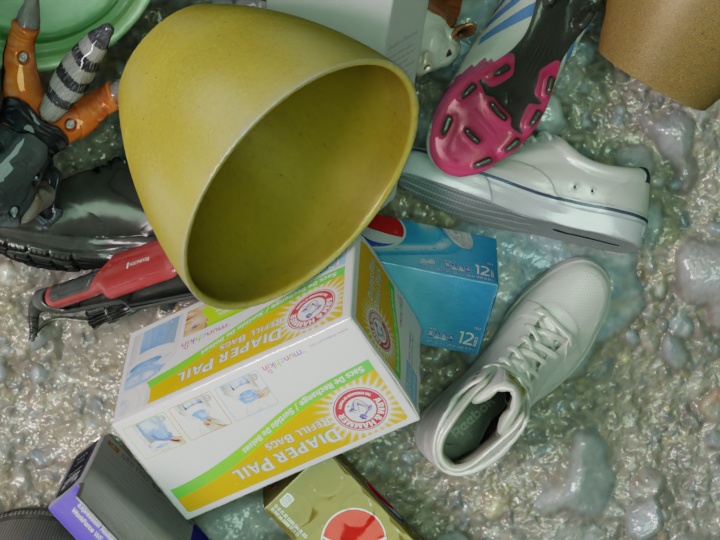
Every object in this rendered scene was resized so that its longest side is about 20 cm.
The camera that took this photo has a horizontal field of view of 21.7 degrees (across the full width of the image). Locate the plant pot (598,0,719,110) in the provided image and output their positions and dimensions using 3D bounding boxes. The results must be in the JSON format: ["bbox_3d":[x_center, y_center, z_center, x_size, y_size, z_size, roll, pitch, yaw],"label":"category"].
[{"bbox_3d":[0.260,-0.225,1.360,0.185,0.187,0.201,27,105,-6],"label":"plant pot"}]

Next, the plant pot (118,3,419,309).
[{"bbox_3d":[-0.080,-0.097,1.251,0.200,0.200,0.142,-46,63,1],"label":"plant pot"}]

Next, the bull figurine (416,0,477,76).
[{"bbox_3d":[0.053,-0.247,1.377,0.121,0.065,0.202,26,84,-43],"label":"bull figurine"}]

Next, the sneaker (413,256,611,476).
[{"bbox_3d":[0.124,0.076,1.398,0.074,0.116,0.200,41,90,-5],"label":"sneaker"}]

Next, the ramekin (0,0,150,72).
[{"bbox_3d":[-0.235,-0.244,1.348,0.198,0.098,0.202,0,96,-4],"label":"ramekin"}]

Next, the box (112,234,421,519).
[{"bbox_3d":[-0.064,0.075,1.344,0.199,0.113,0.102,-25,121,17],"label":"box"}]

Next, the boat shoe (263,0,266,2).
[{"bbox_3d":[-0.087,-0.241,1.311,0.072,0.200,0.068,34,92,14],"label":"boat shoe"}]

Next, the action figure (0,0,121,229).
[{"bbox_3d":[-0.249,-0.107,1.263,0.199,0.105,0.194,32,95,-32],"label":"action figure"}]

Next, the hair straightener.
[{"bbox_3d":[-0.169,0.025,1.359,0.077,0.199,0.041,28,53,-39],"label":"hair straightener"}]

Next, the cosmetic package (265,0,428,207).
[{"bbox_3d":[-0.017,-0.143,1.337,0.101,0.074,0.202,20,121,21],"label":"cosmetic package"}]

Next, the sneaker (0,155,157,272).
[{"bbox_3d":[-0.197,-0.043,1.392,0.198,0.076,0.092,7,81,-7],"label":"sneaker"}]

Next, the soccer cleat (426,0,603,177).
[{"bbox_3d":[0.112,-0.152,1.387,0.070,0.086,0.201,38,83,-17],"label":"soccer cleat"}]

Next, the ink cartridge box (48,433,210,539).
[{"bbox_3d":[-0.140,0.218,1.348,0.043,0.200,0.198,-42,96,3],"label":"ink cartridge box"}]

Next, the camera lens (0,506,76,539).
[{"bbox_3d":[-0.241,0.262,1.344,0.158,0.200,0.162,0,95,-5],"label":"camera lens"}]

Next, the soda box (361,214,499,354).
[{"bbox_3d":[0.000,0.000,1.396,0.198,0.064,0.068,11,125,-6],"label":"soda box"}]

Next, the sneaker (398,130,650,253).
[{"bbox_3d":[0.124,-0.069,1.415,0.198,0.073,0.072,15,75,-10],"label":"sneaker"}]

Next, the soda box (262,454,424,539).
[{"bbox_3d":[0.016,0.222,1.429,0.068,0.064,0.200,-43,97,0],"label":"soda box"}]
